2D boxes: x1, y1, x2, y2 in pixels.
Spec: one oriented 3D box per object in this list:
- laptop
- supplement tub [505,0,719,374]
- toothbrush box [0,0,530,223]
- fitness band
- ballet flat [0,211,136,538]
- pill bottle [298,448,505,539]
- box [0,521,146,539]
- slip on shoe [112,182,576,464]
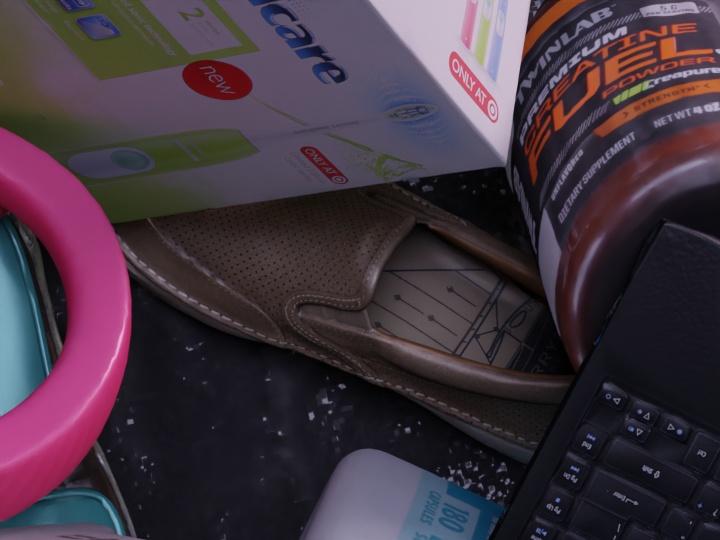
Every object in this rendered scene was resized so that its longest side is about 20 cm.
[{"bbox_3d":[0.119,0.118,0.732,0.177,0.103,0.200,27,97,-8],"label":"laptop"},{"bbox_3d":[0.100,-0.033,0.861,0.107,0.107,0.200,-3,27,-5],"label":"supplement tub"},{"bbox_3d":[-0.068,-0.090,0.825,0.200,0.146,0.086,-8,56,28],"label":"toothbrush box"},{"bbox_3d":[-0.167,0.007,0.792,0.200,0.037,0.144,11,51,-1],"label":"fitness band"},{"bbox_3d":[-0.110,0.071,0.861,0.067,0.062,0.200,-8,79,-16],"label":"ballet flat"},{"bbox_3d":[0.064,0.142,0.835,0.200,0.111,0.111,24,69,0],"label":"pill bottle"},{"bbox_3d":[-0.111,0.163,0.689,0.200,0.199,0.171,-4,91,-28],"label":"box"},{"bbox_3d":[0.000,0.000,0.901,0.200,0.061,0.076,31,69,2],"label":"slip on shoe"}]
